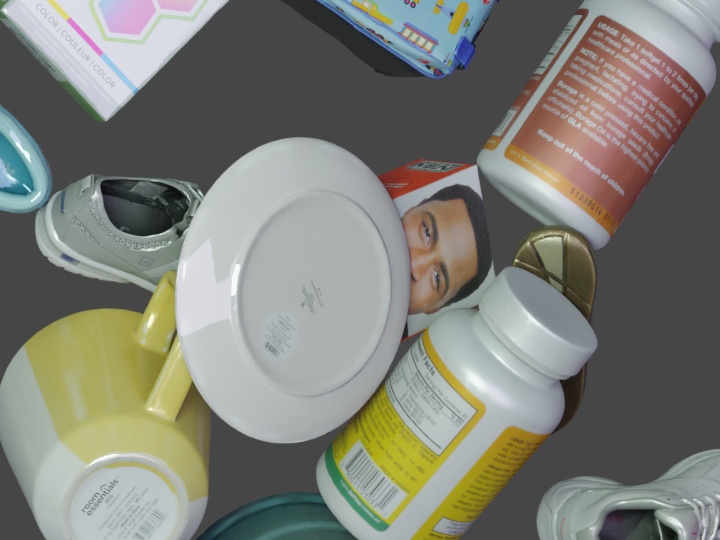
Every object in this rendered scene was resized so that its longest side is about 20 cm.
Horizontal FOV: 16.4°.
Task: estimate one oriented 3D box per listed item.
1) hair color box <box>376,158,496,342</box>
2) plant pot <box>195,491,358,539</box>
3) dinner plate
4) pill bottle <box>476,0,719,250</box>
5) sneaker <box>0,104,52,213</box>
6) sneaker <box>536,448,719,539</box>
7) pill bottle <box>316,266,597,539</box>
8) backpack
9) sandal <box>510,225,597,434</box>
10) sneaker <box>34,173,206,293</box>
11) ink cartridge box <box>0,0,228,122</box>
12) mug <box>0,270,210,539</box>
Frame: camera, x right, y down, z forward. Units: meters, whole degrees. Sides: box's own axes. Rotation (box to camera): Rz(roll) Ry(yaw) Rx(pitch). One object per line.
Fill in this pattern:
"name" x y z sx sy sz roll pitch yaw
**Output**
"hair color box" 0.000 0.000 1.715 0.199 0.061 0.102 -25 111 -38
"plant pot" -0.020 0.273 1.722 0.199 0.196 0.202 -3 100 -18
"dinner plate" -0.036 0.014 1.630 0.199 0.024 0.202 -5 98 -39
"pill bottle" 0.180 -0.124 1.766 0.112 0.112 0.200 36 87 -19
"sneaker" -0.279 -0.109 1.639 0.200 0.082 0.074 34 87 -19
"sneaker" 0.237 0.186 1.839 0.199 0.099 0.078 -11 102 -16
"pill bottle" 0.069 0.098 1.714 0.112 0.113 0.200 32 110 -19
"backpack" 0.031 -0.246 1.640 0.182 0.134 0.201 34 83 -23
"sandal" 0.127 0.043 1.778 0.080 0.054 0.201 11 126 0
"sneaker" -0.115 -0.020 1.688 0.199 0.082 0.075 8 62 -27
"ink cartridge box" -0.141 -0.207 1.679 0.200 0.059 0.104 -45 107 -7
"mug" -0.165 0.107 1.651 0.148 0.153 0.188 -8 114 -8
